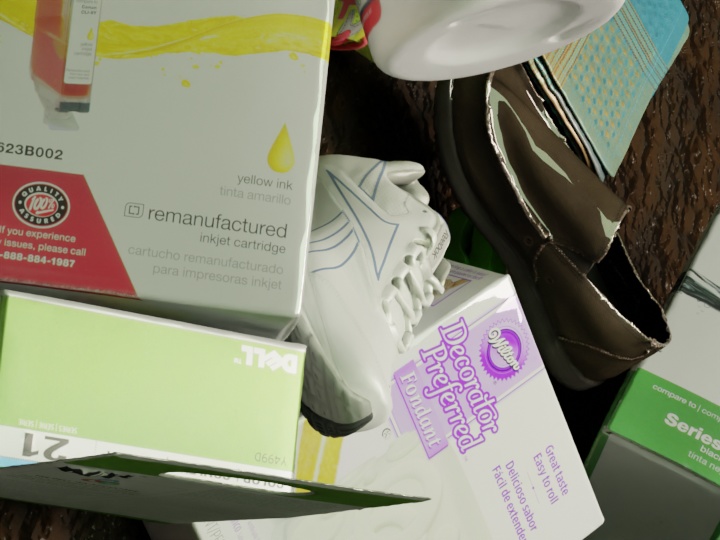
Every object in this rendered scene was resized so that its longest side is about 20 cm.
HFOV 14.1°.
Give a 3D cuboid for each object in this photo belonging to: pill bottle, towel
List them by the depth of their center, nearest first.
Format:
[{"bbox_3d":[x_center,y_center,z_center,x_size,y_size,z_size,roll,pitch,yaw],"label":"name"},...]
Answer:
[{"bbox_3d":[0.038,-0.197,1.307,0.120,0.120,0.200,0,71,-53],"label":"pill bottle"},{"bbox_3d":[0.114,-0.169,1.602,0.200,0.022,0.147,58,45,-30],"label":"towel"}]

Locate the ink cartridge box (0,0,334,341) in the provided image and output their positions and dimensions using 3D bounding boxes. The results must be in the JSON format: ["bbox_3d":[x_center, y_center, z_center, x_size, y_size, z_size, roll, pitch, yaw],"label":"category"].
[{"bbox_3d":[-0.089,-0.078,1.217,0.145,0.083,0.200,7,77,-7],"label":"ink cartridge box"}]

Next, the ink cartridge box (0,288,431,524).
[{"bbox_3d":[-0.082,0.054,1.151,0.148,0.200,0.076,12,77,-33],"label":"ink cartridge box"}]

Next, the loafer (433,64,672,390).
[{"bbox_3d":[0.102,-0.033,1.456,0.200,0.071,0.073,61,36,-25],"label":"loafer"}]

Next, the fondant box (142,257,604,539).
[{"bbox_3d":[0.005,0.107,1.355,0.200,0.058,0.144,-35,116,-27],"label":"fondant box"}]

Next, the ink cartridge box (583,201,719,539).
[{"bbox_3d":[0.184,0.072,1.568,0.200,0.083,0.147,-58,171,-37],"label":"ink cartridge box"}]

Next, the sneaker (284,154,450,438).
[{"bbox_3d":[0.000,0.000,1.314,0.200,0.087,0.075,-99,180,-54],"label":"sneaker"}]

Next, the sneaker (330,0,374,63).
[{"bbox_3d":[-0.037,-0.131,1.365,0.200,0.078,0.090,32,70,-40],"label":"sneaker"}]

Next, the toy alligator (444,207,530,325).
[{"bbox_3d":[0.050,0.013,1.479,0.059,0.054,0.200,28,57,-50],"label":"toy alligator"}]
